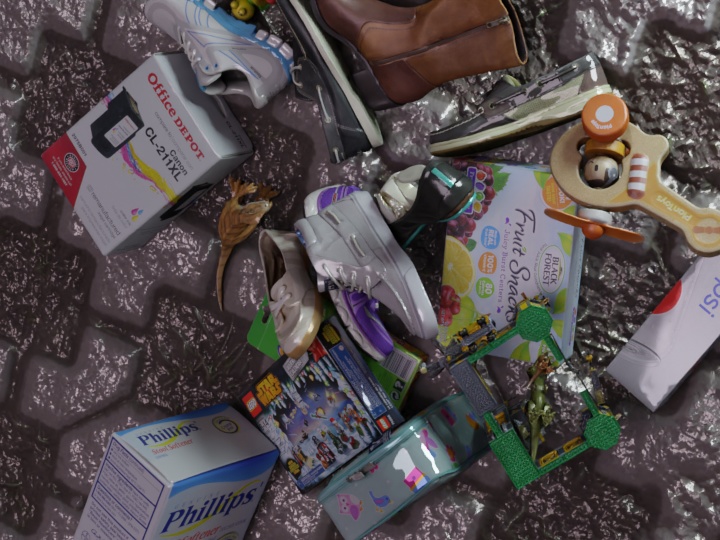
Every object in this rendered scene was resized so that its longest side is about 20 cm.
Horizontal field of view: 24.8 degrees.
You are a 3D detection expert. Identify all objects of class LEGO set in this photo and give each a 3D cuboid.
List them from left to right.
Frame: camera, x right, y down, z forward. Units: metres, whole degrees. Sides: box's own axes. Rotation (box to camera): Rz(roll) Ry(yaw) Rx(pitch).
[{"bbox_3d":[0.168,0.118,1.673,0.154,0.116,0.200,-40,99,7],"label":"LEGO set"}]

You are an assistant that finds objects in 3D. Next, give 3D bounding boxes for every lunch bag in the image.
[{"bbox_3d":[0.046,0.207,1.723,0.160,0.200,0.077,-37,82,27],"label":"lunch bag"}]

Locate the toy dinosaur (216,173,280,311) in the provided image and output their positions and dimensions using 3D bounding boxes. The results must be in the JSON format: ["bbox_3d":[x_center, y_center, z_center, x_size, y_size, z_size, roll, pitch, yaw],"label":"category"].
[{"bbox_3d":[-0.142,-0.048,1.836,0.060,0.107,0.200,25,152,-3],"label":"toy dinosaur"}]

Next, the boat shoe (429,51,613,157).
[{"bbox_3d":[0.161,-0.170,1.684,0.199,0.072,0.067,-17,86,21],"label":"boat shoe"}]

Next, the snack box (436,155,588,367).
[{"bbox_3d":[0.160,-0.011,1.716,0.141,0.053,0.202,9,103,22],"label":"snack box"}]

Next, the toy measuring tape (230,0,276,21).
[{"bbox_3d":[-0.086,-0.353,1.762,0.073,0.073,0.201,41,113,13],"label":"toy measuring tape"}]

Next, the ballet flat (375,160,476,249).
[{"bbox_3d":[0.060,-0.075,1.694,0.068,0.068,0.200,43,158,-6],"label":"ballet flat"}]

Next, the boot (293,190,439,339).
[{"bbox_3d":[0.002,0.008,1.692,0.095,0.074,0.201,-24,51,-8],"label":"boot"}]

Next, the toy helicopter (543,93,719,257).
[{"bbox_3d":[0.270,-0.070,1.599,0.199,0.079,0.133,35,81,22],"label":"toy helicopter"}]

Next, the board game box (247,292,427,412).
[{"bbox_3d":[-0.029,0.087,1.833,0.199,0.030,0.096,30,109,14],"label":"board game box"}]

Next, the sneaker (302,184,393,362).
[{"bbox_3d":[0.000,0.000,1.772,0.083,0.081,0.202,-19,83,2],"label":"sneaker"}]

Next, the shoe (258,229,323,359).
[{"bbox_3d":[-0.081,0.021,1.758,0.053,0.201,0.070,24,119,-22],"label":"shoe"}]

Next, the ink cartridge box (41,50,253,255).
[{"bbox_3d":[-0.244,-0.135,1.863,0.200,0.083,0.146,-37,82,25],"label":"ink cartridge box"}]

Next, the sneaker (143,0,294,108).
[{"bbox_3d":[-0.167,-0.242,1.797,0.199,0.075,0.087,28,66,20],"label":"sneaker"}]

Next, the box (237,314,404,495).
[{"bbox_3d":[-0.047,0.152,1.799,0.137,0.040,0.200,56,142,8],"label":"box"}]

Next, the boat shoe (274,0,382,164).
[{"bbox_3d":[-0.047,-0.211,1.748,0.067,0.072,0.201,-24,101,14],"label":"boat shoe"}]

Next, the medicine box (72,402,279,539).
[{"bbox_3d":[-0.213,0.269,1.842,0.103,0.182,0.201,38,119,27],"label":"medicine box"}]

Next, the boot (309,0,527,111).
[{"bbox_3d":[0.054,-0.269,1.677,0.199,0.068,0.189,-16,102,40],"label":"boot"}]

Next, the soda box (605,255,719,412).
[{"bbox_3d":[0.336,0.044,1.639,0.068,0.063,0.200,42,113,13],"label":"soda box"}]
